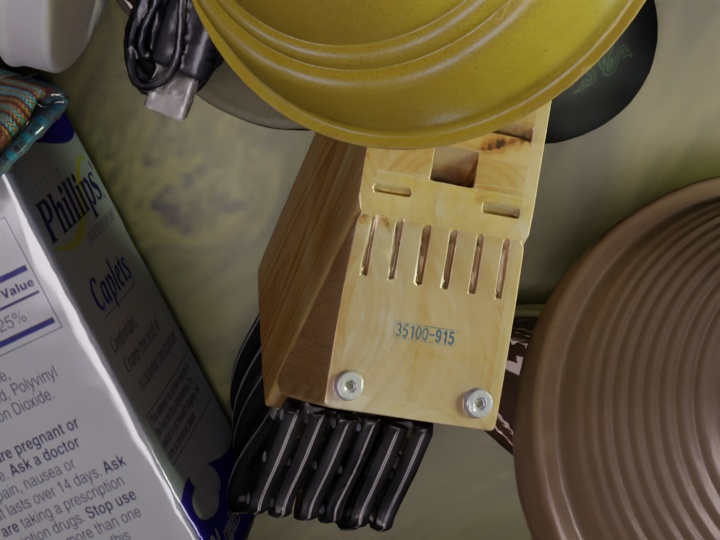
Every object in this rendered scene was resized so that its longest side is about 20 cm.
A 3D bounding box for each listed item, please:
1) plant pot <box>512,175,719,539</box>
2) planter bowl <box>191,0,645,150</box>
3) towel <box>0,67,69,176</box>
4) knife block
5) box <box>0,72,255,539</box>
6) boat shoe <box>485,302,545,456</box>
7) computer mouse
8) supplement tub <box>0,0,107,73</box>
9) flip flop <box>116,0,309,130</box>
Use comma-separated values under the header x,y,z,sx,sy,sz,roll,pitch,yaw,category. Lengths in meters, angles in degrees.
x,y,z,sx,sy,sz,roll,pitch,yaw,category
0.161,0.056,0.752,0.200,0.093,0.202,3,78,-13,plant pot
-0.001,-0.141,0.659,0.199,0.083,0.202,-2,87,31,planter bowl
-0.205,-0.032,0.758,0.147,0.199,0.022,-49,127,-20,towel
0.000,0.000,0.788,0.064,0.175,0.201,9,90,-17,knife block
-0.166,0.053,0.834,0.183,0.105,0.201,-24,101,13,box
0.127,0.080,0.820,0.202,0.075,0.075,28,106,-1,boat shoe
0.023,-0.099,0.768,0.199,0.053,0.139,16,100,-17,computer mouse
-0.181,-0.152,0.720,0.199,0.140,0.141,16,106,3,supplement tub
-0.073,-0.131,0.799,0.081,0.058,0.200,-38,97,14,flip flop
